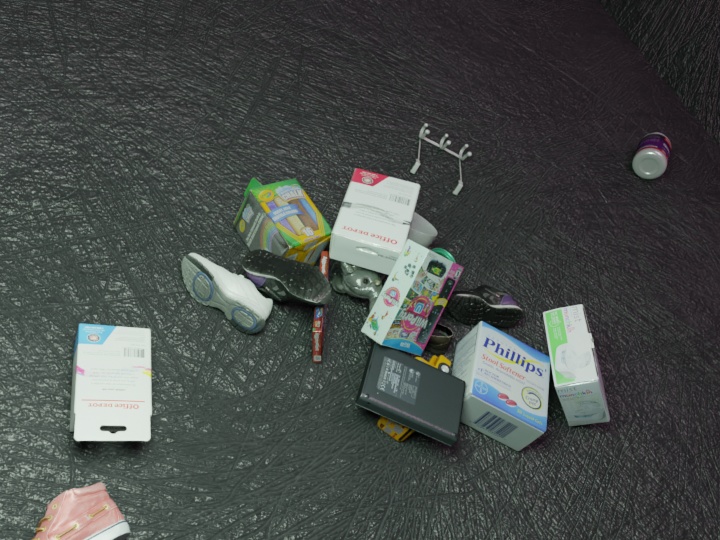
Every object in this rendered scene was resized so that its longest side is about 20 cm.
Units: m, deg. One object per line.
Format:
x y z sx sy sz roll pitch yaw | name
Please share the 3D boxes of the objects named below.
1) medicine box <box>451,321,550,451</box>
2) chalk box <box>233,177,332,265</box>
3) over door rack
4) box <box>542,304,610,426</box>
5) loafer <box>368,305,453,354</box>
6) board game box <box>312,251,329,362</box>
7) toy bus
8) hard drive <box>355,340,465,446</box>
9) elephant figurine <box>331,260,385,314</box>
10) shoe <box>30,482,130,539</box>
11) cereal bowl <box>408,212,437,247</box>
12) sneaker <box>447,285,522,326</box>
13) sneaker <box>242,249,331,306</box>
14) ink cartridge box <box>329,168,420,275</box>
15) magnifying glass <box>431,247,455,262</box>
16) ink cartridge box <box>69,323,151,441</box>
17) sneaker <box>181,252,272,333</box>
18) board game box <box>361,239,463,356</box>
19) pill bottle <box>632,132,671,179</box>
0.291 0.240 1.453 0.182 0.103 0.200 28 45 -9 | medicine box
-0.172 -0.103 1.441 0.124 0.125 0.200 -19 67 -40 | chalk box
0.226 -0.315 1.902 0.147 0.067 0.200 25 45 -10 | over door rack
0.479 0.210 1.533 0.177 0.096 0.201 57 27 -43 | box
0.113 0.108 1.476 0.199 0.071 0.073 23 45 -13 | loafer
-0.077 0.070 1.372 0.019 0.103 0.201 4 49 -1 | board game box
0.110 0.242 1.369 0.078 0.065 0.200 34 45 1 | toy bus
0.099 0.228 1.303 0.199 0.033 0.140 25 44 -6 | hard drive
0.000 0.000 1.452 0.200 0.155 0.142 -50 121 -45 | elephant figurine
-0.421 0.366 0.941 0.200 0.072 0.091 -18 63 -46 | shoe
0.071 -0.099 1.593 0.199 0.084 0.200 26 18 -9 | cereal bowl
0.274 0.073 1.608 0.199 0.076 0.088 14 35 -28 | sneaker
-0.134 0.030 1.340 0.199 0.088 0.076 25 54 28 | sneaker
0.030 -0.100 1.418 0.145 0.084 0.201 16 51 2 | ink cartridge box
0.171 0.014 1.627 0.079 0.022 0.200 36 45 -1 | magnifying glass
-0.396 0.189 1.101 0.115 0.068 0.201 7 50 -26 | ink cartridge box
-0.255 0.036 1.326 0.200 0.075 0.087 41 32 -4 | sneaker
0.105 0.056 1.361 0.064 0.201 0.147 30 5 39 | board game box
1.026 -0.410 2.436 0.112 0.113 0.200 37 44 1 | pill bottle
